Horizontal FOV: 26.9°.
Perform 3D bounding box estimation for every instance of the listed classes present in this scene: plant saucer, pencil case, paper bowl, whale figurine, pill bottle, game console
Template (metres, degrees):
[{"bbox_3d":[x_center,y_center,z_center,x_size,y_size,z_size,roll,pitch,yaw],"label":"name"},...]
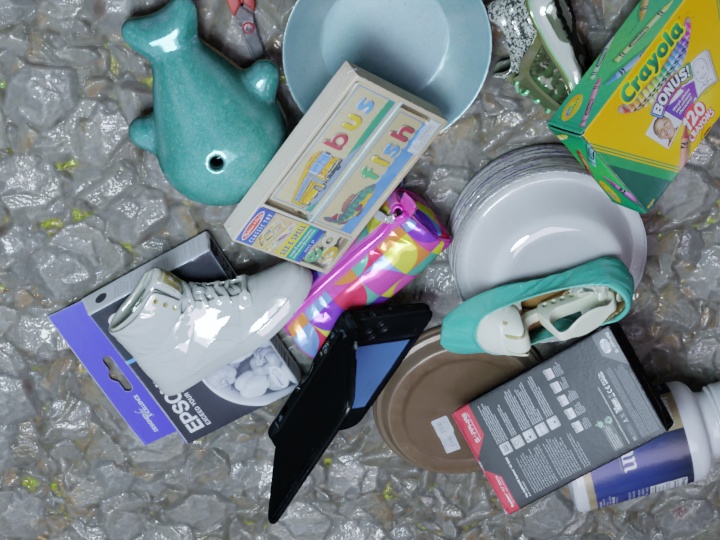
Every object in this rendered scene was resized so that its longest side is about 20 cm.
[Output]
[{"bbox_3d":[0.024,-0.213,1.420,0.198,0.039,0.203,-3,120,-5],"label":"plant saucer"},{"bbox_3d":[0.000,0.000,1.516,0.088,0.089,0.200,37,110,-24],"label":"pencil case"},{"bbox_3d":[0.112,0.147,1.646,0.197,0.030,0.202,-3,121,-5],"label":"plant saucer"},{"bbox_3d":[0.190,-0.016,1.516,0.198,0.105,0.203,-3,122,-5],"label":"paper bowl"},{"bbox_3d":[-0.148,-0.151,1.398,0.157,0.104,0.201,-21,117,10],"label":"whale figurine"},{"bbox_3d":[0.317,0.185,1.642,0.198,0.111,0.112,-16,121,3],"label":"pill bottle"},{"bbox_3d":[-0.010,0.144,1.522,0.174,0.117,0.201,-5,142,-39],"label":"game console"}]

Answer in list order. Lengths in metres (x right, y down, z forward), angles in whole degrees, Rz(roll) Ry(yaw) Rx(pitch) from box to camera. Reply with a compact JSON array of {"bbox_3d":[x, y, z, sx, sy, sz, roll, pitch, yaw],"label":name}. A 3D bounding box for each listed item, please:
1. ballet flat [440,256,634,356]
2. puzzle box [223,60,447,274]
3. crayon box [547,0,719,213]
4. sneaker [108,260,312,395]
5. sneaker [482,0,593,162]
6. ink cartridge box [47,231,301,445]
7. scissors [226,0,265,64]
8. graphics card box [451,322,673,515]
[{"bbox_3d":[0.170,0.044,1.447,0.198,0.071,0.068,-20,122,6],"label":"ballet flat"},{"bbox_3d":[-0.023,-0.092,1.414,0.132,0.026,0.201,19,117,-43],"label":"puzzle box"},{"bbox_3d":[0.279,-0.171,1.410,0.119,0.058,0.201,42,81,-32],"label":"crayon box"},{"bbox_3d":[-0.152,0.031,1.475,0.199,0.074,0.116,-35,121,12],"label":"sneaker"},{"bbox_3d":[0.174,-0.191,1.443,0.088,0.077,0.202,-11,119,23],"label":"sneaker"},{"bbox_3d":[-0.193,0.085,1.567,0.198,0.044,0.199,-27,120,11],"label":"ink cartridge box"},{"bbox_3d":[-0.115,-0.239,1.406,0.072,0.014,0.202,-5,122,-6],"label":"scissors"},{"bbox_3d":[0.210,0.153,1.567,0.199,0.051,0.126,-32,83,23],"label":"graphics card box"}]
